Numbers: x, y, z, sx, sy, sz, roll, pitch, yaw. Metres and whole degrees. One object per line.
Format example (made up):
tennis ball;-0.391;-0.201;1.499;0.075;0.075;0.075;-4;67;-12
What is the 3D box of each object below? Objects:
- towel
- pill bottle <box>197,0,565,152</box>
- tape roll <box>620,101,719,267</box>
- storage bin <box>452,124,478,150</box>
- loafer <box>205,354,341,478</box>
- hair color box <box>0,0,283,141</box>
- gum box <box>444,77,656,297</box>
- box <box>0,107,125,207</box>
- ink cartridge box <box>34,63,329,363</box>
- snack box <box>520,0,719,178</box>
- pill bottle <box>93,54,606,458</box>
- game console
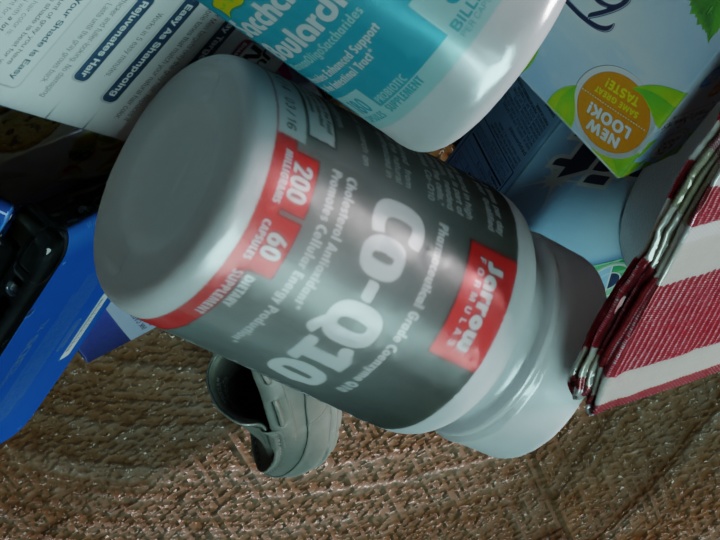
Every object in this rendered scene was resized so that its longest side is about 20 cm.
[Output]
towel;0.169;-0.033;1.184;0.144;0.023;0.200;-13;138;-47
pill bottle;-0.023;-0.141;1.088;0.200;0.111;0.111;34;121;-13
tape roll;0.215;-0.037;1.300;0.202;0.037;0.203;-18;146;-12
storage bin;0.099;-0.113;1.317;0.135;0.094;0.200;-35;145;15
loafer;-0.046;0.053;1.460;0.070;0.070;0.200;-12;152;-12
hair color box;-0.119;-0.117;1.155;0.200;0.061;0.100;15;129;-44
gum box;0.136;-0.060;1.290;0.169;0.045;0.200;6;135;-38
box;-0.149;-0.057;1.284;0.199;0.042;0.039;-22;146;-3
ink cartridge box;-0.098;-0.025;1.361;0.199;0.042;0.119;-26;145;4
snack box;0.086;-0.158;1.156;0.053;0.200;0.142;-24;156;-50
pill bottle;0.000;0.000;1.191;0.200;0.114;0.114;25;123;-30
game console;-0.199;0.006;1.286;0.171;0.118;0.200;-34;165;-53
